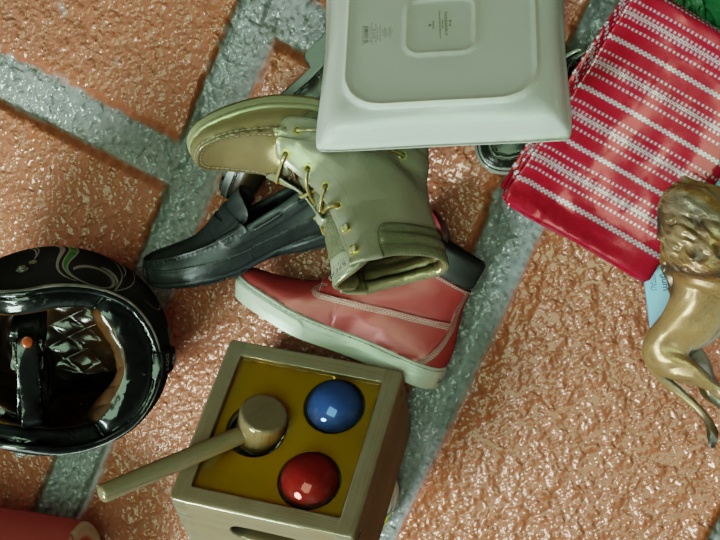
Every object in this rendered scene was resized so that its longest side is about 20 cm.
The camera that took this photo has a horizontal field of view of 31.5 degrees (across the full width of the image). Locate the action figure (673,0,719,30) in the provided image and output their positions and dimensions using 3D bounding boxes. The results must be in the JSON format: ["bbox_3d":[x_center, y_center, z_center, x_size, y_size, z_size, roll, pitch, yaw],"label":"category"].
[{"bbox_3d":[0.343,-0.217,0.994,0.200,0.055,0.118,1,99,21],"label":"action figure"}]

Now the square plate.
[{"bbox_3d":[0.065,-0.186,1.018,0.198,0.028,0.200,-2,60,7],"label":"square plate"}]

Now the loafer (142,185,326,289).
[{"bbox_3d":[-0.098,-0.039,1.102,0.200,0.068,0.071,-18,111,7],"label":"loafer"}]

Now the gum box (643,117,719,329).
[{"bbox_3d":[0.323,-0.046,1.026,0.199,0.045,0.170,-7,96,15],"label":"gum box"}]

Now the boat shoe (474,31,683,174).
[{"bbox_3d":[0.175,-0.146,1.041,0.200,0.064,0.071,-35,88,16],"label":"boat shoe"}]

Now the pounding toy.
[{"bbox_3d":[-0.080,0.157,1.064,0.199,0.142,0.184,10,55,13],"label":"pounding toy"}]

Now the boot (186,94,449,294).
[{"bbox_3d":[-0.034,-0.058,1.016,0.199,0.072,0.155,-2,63,-13],"label":"boot"}]

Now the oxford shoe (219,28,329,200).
[{"bbox_3d":[-0.044,-0.123,1.100,0.084,0.073,0.200,44,108,-2],"label":"oxford shoe"}]

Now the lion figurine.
[{"bbox_3d":[0.263,0.034,0.994,0.122,0.072,0.200,24,114,14],"label":"lion figurine"}]

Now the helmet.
[{"bbox_3d":[-0.269,0.069,1.123,0.200,0.191,0.201,-3,98,-21],"label":"helmet"}]

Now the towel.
[{"bbox_3d":[0.219,-0.105,1.000,0.144,0.022,0.200,31,104,-3],"label":"towel"}]

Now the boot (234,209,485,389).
[{"bbox_3d":[0.000,0.000,1.107,0.200,0.072,0.145,20,100,5],"label":"boot"}]

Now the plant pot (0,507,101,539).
[{"bbox_3d":[-0.338,0.307,1.183,0.177,0.200,0.201,-4,96,5],"label":"plant pot"}]

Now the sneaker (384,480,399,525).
[{"bbox_3d":[-0.056,0.243,1.132,0.200,0.105,0.076,-37,87,17],"label":"sneaker"}]
